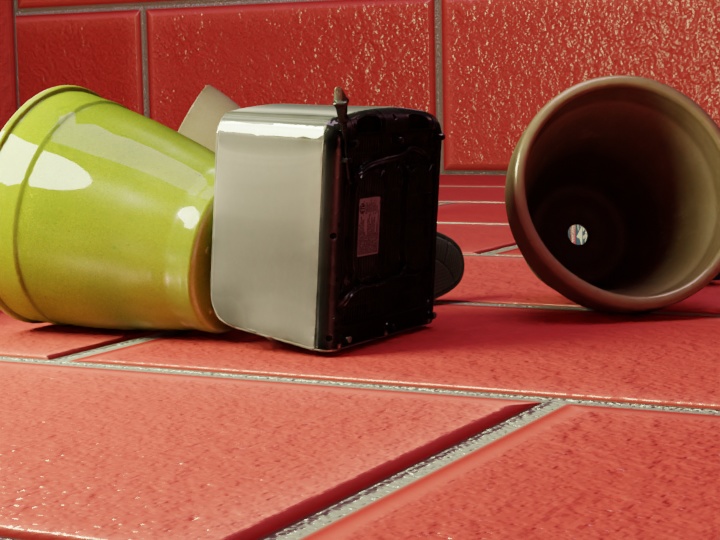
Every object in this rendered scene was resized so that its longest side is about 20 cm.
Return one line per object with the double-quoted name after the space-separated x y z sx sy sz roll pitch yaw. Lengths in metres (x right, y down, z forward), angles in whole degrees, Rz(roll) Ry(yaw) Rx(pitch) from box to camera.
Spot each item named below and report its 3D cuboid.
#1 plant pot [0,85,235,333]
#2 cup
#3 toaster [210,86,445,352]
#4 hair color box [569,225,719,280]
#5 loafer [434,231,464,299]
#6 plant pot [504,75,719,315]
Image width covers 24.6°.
-0.175 -0.033 1.337 0.191 0.203 0.200 14 13 28 "plant pot"
-0.176 -0.119 2.146 0.142 0.202 0.200 25 7 0 "cup"
-0.021 -0.046 1.280 0.118 0.202 0.180 7 10 28 "toaster"
0.280 -0.043 1.655 0.099 0.061 0.200 -4 17 -15 "hair color box"
0.000 0.000 1.464 0.198 0.073 0.063 -8 3 -35 "loafer"
0.213 -0.050 1.444 0.198 0.203 0.175 -2 -11 -7 "plant pot"
